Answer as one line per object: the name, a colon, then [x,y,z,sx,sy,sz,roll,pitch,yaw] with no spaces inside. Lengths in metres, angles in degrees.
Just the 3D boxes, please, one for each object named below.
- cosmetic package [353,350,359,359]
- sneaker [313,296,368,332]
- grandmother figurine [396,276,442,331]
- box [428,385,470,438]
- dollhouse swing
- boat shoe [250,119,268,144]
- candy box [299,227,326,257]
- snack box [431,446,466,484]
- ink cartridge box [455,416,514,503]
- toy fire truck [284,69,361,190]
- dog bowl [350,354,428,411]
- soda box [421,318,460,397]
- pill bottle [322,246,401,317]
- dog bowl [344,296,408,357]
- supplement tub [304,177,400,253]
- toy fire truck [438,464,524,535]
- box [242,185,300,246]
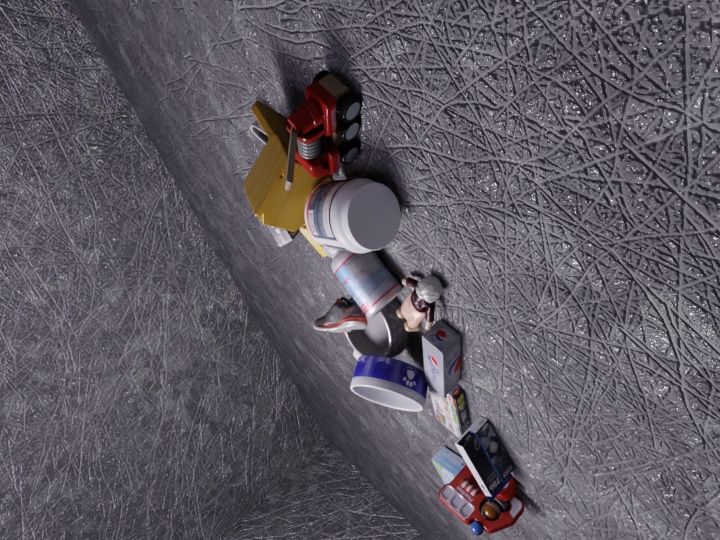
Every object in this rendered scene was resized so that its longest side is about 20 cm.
cosmetic package: [0.044,0.228,1.606,0.108,0.084,0.201,48,160,15]
sneaker: [-0.048,0.113,1.417,0.197,0.075,0.085,-14,72,47]
grandmother figurine: [0.129,0.066,1.200,0.122,0.060,0.201,51,157,10]
box: [0.235,0.357,1.459,0.109,0.034,0.204,35,152,42]
dollhouse swing: [-0.179,-0.218,1.175,0.175,0.184,0.199,40,-167,21]
boat shoe: [-0.187,-0.287,1.318,0.200,0.065,0.074,46,159,18]
candy box: [-0.128,-0.137,1.324,0.026,0.104,0.201,-14,132,32]
snack box: [0.324,0.666,1.710,0.167,0.067,0.204,17,137,58]
ink cartridge box: [0.319,0.476,1.370,0.203,0.099,0.039,59,157,-16]
toy fire truck: [-0.089,-0.226,1.004,0.129,0.198,0.178,44,158,19]
dog bowl: [0.075,0.288,1.408,0.193,0.081,0.201,14,158,6]
soda box: [0.189,0.207,1.278,0.068,0.063,0.203,37,154,34]
pill bottle: [0.000,0.000,1.301,0.202,0.108,0.109,51,160,7]
dog bowl: [0.030,0.143,1.427,0.196,0.058,0.207,21,122,38]
supplement tub: [-0.020,-0.112,1.119,0.198,0.139,0.143,13,137,60]
toy fire truck: [0.325,0.609,1.471,0.198,0.167,0.114,32,153,43]
box: [-0.184,-0.175,1.333,0.048,0.201,0.164,-24,109,27]
